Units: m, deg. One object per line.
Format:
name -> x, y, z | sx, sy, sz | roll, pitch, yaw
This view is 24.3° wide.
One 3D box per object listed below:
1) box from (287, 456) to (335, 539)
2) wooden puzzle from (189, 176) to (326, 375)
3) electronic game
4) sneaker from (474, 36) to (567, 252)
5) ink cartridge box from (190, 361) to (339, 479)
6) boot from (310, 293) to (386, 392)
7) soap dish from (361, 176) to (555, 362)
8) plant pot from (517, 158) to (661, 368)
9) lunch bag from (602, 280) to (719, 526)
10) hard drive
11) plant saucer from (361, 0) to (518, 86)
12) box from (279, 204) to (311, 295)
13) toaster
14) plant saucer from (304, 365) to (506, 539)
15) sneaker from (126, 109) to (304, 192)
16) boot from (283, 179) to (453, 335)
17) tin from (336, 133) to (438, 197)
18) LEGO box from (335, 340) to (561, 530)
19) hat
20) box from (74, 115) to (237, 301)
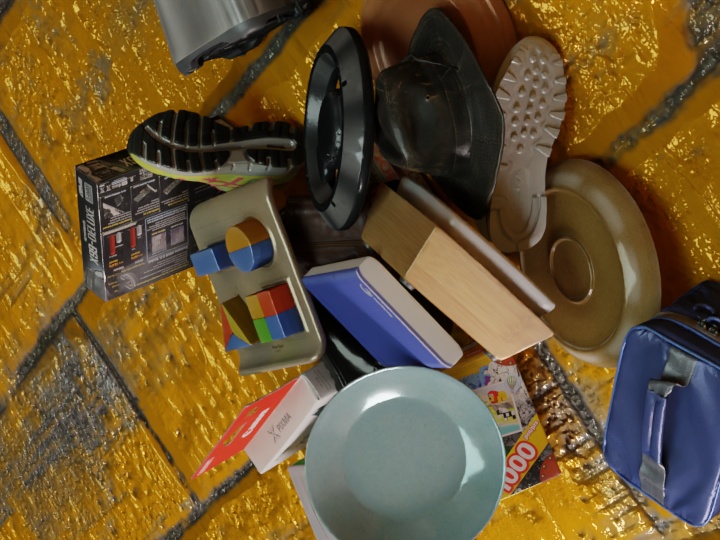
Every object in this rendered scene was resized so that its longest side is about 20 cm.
box -> 0.033, 0.293, 1.931 | 0.176, 0.096, 0.201 | -12, 103, 54
wooden puzzle -> -0.124, 0.013, 1.815 | 0.185, 0.046, 0.202 | -15, 92, 57
electronic game -> -0.019, -0.140, 1.651 | 0.200, 0.041, 0.202 | 180, 90, -74
sneaker -> 0.138, -0.121, 1.555 | 0.081, 0.076, 0.202 | -130, 47, -67
ink cartridge box -> -0.091, 0.178, 1.935 | 0.044, 0.173, 0.200 | 51, 142, 12
boot -> 0.034, 0.091, 1.814 | 0.157, 0.079, 0.212 | -9, 108, 52
soap dish -> 0.087, -0.002, 1.581 | 0.157, 0.081, 0.200 | 40, -178, -20
plant pot -> 0.205, -0.003, 1.561 | 0.200, 0.027, 0.202 | 35, 133, 50
lunch bag -> 0.301, 0.116, 1.477 | 0.135, 0.132, 0.201 | 30, 134, 33
hard drive -> 0.018, 0.044, 1.661 | 0.132, 0.025, 0.200 | 46, 166, -10
plant saucer -> 0.069, -0.214, 1.617 | 0.199, 0.037, 0.201 | 27, 131, 36
box -> -0.108, 0.012, 1.907 | 0.200, 0.032, 0.122 | 141, 135, -56
toaster -> -0.140, -0.296, 1.744 | 0.200, 0.113, 0.130 | -20, 95, 54
plant saucer -> 0.044, 0.190, 1.653 | 0.039, 0.200, 0.202 | -101, -12, -82
sneaker -> -0.159, -0.118, 1.838 | 0.090, 0.198, 0.079 | 112, 162, -61
boot -> 0.000, 0.000, 1.752 | 0.199, 0.064, 0.188 | -9, 99, 50
tin -> 0.026, -0.077, 1.752 | 0.201, 0.042, 0.112 | 57, 146, 5
LEGO box -> 0.084, 0.173, 1.710 | 0.077, 0.199, 0.150 | -99, -15, -82
hat -> 0.056, -0.138, 1.536 | 0.200, 0.080, 0.202 | 168, 90, -70
box -> -0.225, -0.072, 1.908 | 0.050, 0.199, 0.159 | 34, 136, 40
